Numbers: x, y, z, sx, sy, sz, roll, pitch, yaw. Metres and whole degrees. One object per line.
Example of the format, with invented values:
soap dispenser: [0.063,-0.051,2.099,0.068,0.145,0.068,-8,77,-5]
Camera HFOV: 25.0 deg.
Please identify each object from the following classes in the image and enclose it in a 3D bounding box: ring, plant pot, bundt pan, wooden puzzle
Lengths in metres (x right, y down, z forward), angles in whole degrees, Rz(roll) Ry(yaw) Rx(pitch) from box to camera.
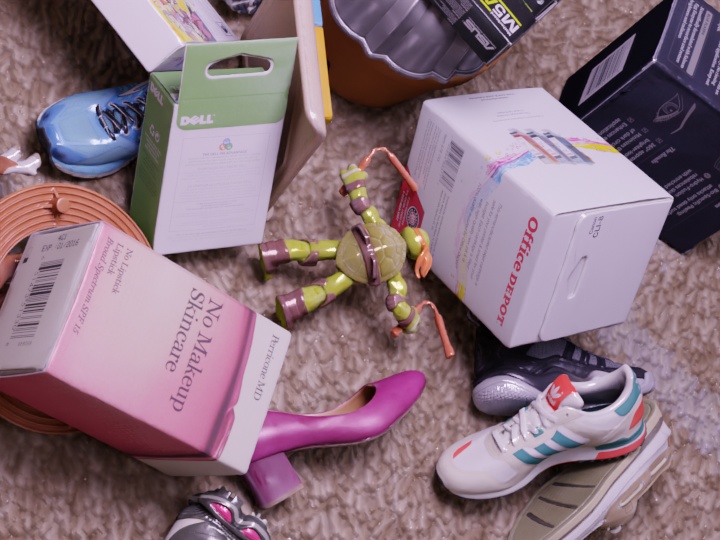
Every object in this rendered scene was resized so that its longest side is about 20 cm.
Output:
ring: [-0.235,0.030,1.292,0.200,0.019,0.201,2,87,-42]
plant pot: [0.032,-0.244,1.538,0.200,0.140,0.200,12,62,-25]
bundt pan: [0.063,-0.273,1.437,0.202,0.076,0.202,13,62,-25]
wooden puzzle: [-0.063,-0.162,1.410,0.037,0.200,0.185,1,68,-17]

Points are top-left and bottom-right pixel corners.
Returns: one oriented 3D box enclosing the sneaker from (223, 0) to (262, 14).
sneaker: [-0.087,-0.317,1.558,0.080,0.078,0.200,28,50,6]

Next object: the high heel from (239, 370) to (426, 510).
high heel: [-0.033,0.113,1.381,0.200,0.067,0.096,-33,98,-33]

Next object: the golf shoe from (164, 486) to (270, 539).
golf shoe: [-0.071,0.261,1.302,0.200,0.077,0.088,35,66,-2]

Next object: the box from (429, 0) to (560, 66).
box: [0.106,-0.304,1.401,0.200,0.048,0.193,48,56,-4]

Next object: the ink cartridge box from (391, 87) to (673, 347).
ink cartridge box: [0.150,-0.051,1.463,0.145,0.145,0.200,-9,40,-33]

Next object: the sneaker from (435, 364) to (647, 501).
sneaker: [0.158,0.134,1.434,0.200,0.093,0.070,-15,42,-8]

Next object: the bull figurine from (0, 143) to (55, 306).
bull figurine: [-0.313,-0.056,1.296,0.121,0.065,0.200,-8,83,-35]

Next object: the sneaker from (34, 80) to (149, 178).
sneaker: [-0.186,-0.141,1.396,0.200,0.090,0.078,-20,79,-34]

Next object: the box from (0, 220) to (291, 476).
box: [-0.173,0.065,1.258,0.200,0.109,0.128,32,64,-35]

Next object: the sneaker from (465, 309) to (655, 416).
sneaker: [0.188,0.074,1.524,0.200,0.075,0.114,1,68,-30]

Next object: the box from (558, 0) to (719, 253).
box: [0.323,-0.146,1.627,0.200,0.197,0.117,34,55,-13]

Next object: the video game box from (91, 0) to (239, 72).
video game box: [-0.202,-0.261,1.405,0.200,0.047,0.182,52,11,1]

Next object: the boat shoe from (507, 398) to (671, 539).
boat shoe: [0.218,0.207,1.480,0.200,0.075,0.068,-42,116,-21]

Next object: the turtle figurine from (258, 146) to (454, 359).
turtle figurine: [0.000,0.000,1.429,0.161,0.064,0.200,-18,90,-11]

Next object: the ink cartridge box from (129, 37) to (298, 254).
ink cartridge box: [-0.124,-0.114,1.353,0.104,0.200,0.059,-7,37,-28]
